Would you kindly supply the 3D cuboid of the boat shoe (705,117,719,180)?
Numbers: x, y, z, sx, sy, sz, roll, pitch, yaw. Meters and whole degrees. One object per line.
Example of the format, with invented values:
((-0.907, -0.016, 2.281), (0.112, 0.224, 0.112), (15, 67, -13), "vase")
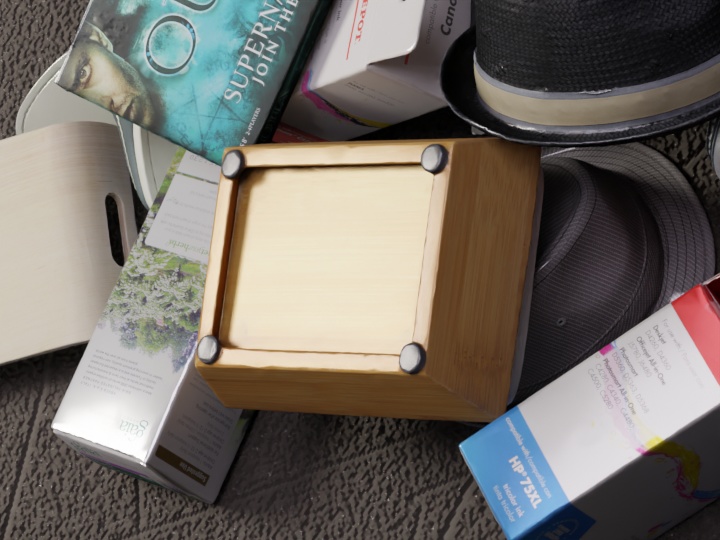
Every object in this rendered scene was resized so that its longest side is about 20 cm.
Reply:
((0.221, -0.140, 1.671), (0.091, 0.071, 0.201), (12, 70, 35), "boat shoe")

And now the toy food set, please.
((-0.233, -0.002, 1.874), (0.200, 0.060, 0.144), (-16, 74, 24), "toy food set")

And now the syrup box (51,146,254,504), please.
((-0.098, 0.030, 1.762), (0.079, 0.081, 0.200), (16, 78, 35), "syrup box")

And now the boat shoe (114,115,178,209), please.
((-0.129, -0.131, 1.817), (0.062, 0.073, 0.201), (10, 110, 46), "boat shoe")

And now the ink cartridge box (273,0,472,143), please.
((0.007, -0.149, 1.741), (0.200, 0.067, 0.117), (-14, 60, 55), "ink cartridge box")

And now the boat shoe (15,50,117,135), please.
((-0.137, -0.140, 1.884), (0.200, 0.073, 0.062), (-39, 12, 17), "boat shoe")

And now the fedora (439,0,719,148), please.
((0.134, -0.146, 1.576), (0.200, 0.092, 0.201), (-11, 33, 7), "fedora")

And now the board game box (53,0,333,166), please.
((-0.082, -0.172, 1.724), (0.135, 0.028, 0.200), (26, 96, 17), "board game box")

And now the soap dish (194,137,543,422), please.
((0.000, 0.000, 1.623), (0.200, 0.081, 0.158), (1, 78, 39), "soap dish")

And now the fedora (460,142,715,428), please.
((0.092, -0.006, 1.666), (0.200, 0.090, 0.177), (-28, 58, 16), "fedora")

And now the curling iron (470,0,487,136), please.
((0.080, -0.178, 1.691), (0.050, 0.025, 0.201), (11, 93, 60), "curling iron")

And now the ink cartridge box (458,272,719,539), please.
((0.167, 0.079, 1.569), (0.200, 0.116, 0.067), (-34, 62, 13), "ink cartridge box")
